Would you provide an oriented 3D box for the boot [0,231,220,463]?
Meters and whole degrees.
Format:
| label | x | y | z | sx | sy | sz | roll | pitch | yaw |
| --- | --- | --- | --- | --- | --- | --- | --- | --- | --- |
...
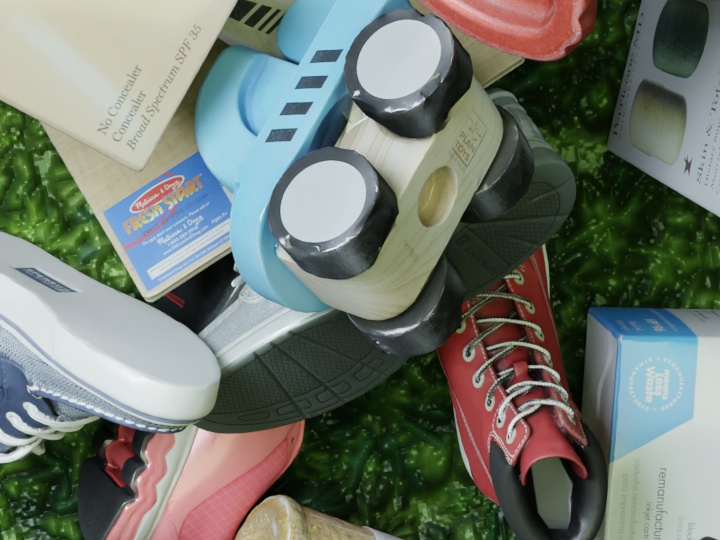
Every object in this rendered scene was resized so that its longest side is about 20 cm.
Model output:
| label | x | y | z | sx | sy | sz | roll | pitch | yaw |
| --- | --- | --- | --- | --- | --- | --- | --- | --- | --- |
| boot | -0.136 | 0.052 | 1.008 | 0.072 | 0.200 | 0.091 | 4 | 107 | -40 |

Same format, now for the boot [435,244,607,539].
| label | x | y | z | sx | sy | sz | roll | pitch | yaw |
| --- | --- | --- | --- | --- | --- | --- | --- | --- | --- |
| boot | 0.066 | 0.026 | 1.041 | 0.072 | 0.144 | 0.201 | -16 | 102 | -3 |

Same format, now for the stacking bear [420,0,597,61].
| label | x | y | z | sx | sy | sz | roll | pitch | yaw |
| --- | --- | --- | --- | --- | --- | --- | --- | --- | --- |
| stacking bear | 0.101 | -0.180 | 0.911 | 0.200 | 0.113 | 0.122 | -31 | 127 | -40 |

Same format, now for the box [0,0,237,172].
| label | x | y | z | sx | sy | sz | roll | pitch | yaw |
| --- | --- | --- | --- | --- | --- | --- | --- | --- | --- |
| box | -0.155 | -0.130 | 0.904 | 0.199 | 0.078 | 0.095 | 26 | 101 | -16 |

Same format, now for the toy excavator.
| label | x | y | z | sx | sy | sz | roll | pitch | yaw |
| --- | --- | --- | --- | --- | --- | --- | --- | --- | --- |
| toy excavator | -0.025 | -0.086 | 0.962 | 0.195 | 0.199 | 0.100 | -61 | 147 | -12 |

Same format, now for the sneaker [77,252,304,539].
| label | x | y | z | sx | sy | sz | roll | pitch | yaw |
| --- | --- | --- | --- | --- | --- | --- | --- | --- | --- |
| sneaker | -0.058 | 0.050 | 1.079 | 0.087 | 0.074 | 0.201 | 24 | 98 | -30 |

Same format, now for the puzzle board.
| label | x | y | z | sx | sy | sz | roll | pitch | yaw |
| --- | --- | --- | --- | --- | --- | --- | --- | --- | --- |
| puzzle board | -0.047 | -0.097 | 1.030 | 0.199 | 0.017 | 0.151 | -33 | 68 | 0 |

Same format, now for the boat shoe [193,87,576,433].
| label | x | y | z | sx | sy | sz | roll | pitch | yaw |
| --- | --- | --- | --- | --- | --- | --- | --- | --- | --- |
| boat shoe | 0.000 | -0.001 | 1.008 | 0.202 | 0.065 | 0.074 | -38 | 142 | 9 |

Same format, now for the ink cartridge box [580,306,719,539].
| label | x | y | z | sx | sy | sz | roll | pitch | yaw |
| --- | --- | --- | --- | --- | --- | --- | --- | --- | --- |
| ink cartridge box | 0.210 | 0.082 | 1.110 | 0.199 | 0.068 | 0.117 | 1 | 101 | -8 |

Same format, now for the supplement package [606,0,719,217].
| label | x | y | z | sx | sy | sz | roll | pitch | yaw |
| --- | --- | --- | --- | --- | --- | --- | --- | --- | --- |
| supplement package | 0.218 | -0.095 | 1.008 | 0.150 | 0.200 | 0.153 | 11 | 99 | -10 |

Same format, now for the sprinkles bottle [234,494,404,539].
| label | x | y | z | sx | sy | sz | roll | pitch | yaw |
| --- | --- | --- | --- | --- | --- | --- | --- | --- | --- |
| sprinkles bottle | 0.035 | 0.167 | 1.084 | 0.199 | 0.068 | 0.069 | 22 | 97 | -23 |
